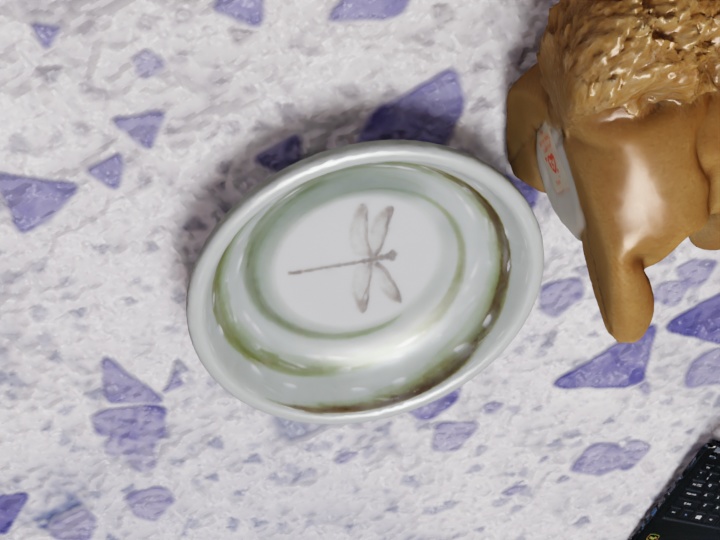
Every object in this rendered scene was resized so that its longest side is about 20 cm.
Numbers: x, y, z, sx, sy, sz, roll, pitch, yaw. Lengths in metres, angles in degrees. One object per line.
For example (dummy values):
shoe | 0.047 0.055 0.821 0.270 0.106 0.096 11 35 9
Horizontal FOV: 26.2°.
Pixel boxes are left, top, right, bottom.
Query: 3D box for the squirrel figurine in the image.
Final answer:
squirrel figurine | 0.182 -0.095 0.777 0.187 0.142 0.200 -19 136 -9

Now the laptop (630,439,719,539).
laptop | 0.310 0.185 1.054 0.177 0.103 0.200 14 130 -17

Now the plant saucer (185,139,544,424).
plant saucer | 0.000 0.000 0.859 0.200 0.050 0.200 -9 131 -10
